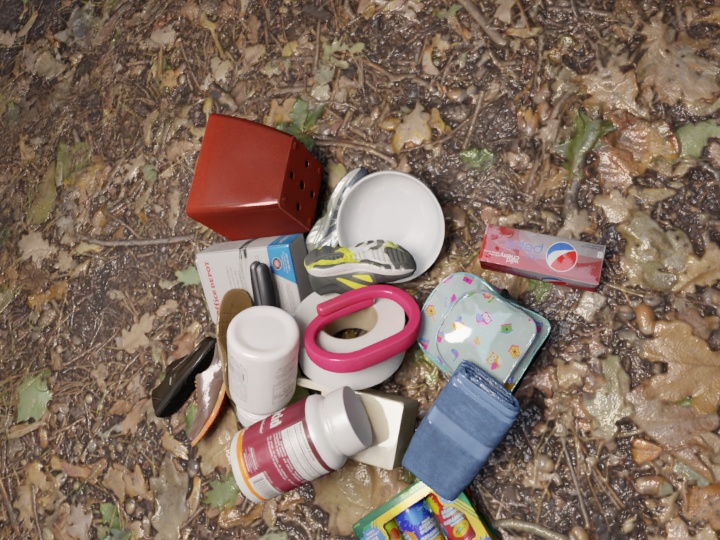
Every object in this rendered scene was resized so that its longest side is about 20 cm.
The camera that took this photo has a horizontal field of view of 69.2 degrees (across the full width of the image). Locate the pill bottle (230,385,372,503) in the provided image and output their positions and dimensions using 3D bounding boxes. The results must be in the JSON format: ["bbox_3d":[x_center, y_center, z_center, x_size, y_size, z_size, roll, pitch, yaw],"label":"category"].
[{"bbox_3d":[-0.089,0.262,0.798,0.197,0.114,0.116,-27,71,11],"label":"pill bottle"}]

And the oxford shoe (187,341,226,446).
[{"bbox_3d":[-0.296,0.239,1.020,0.072,0.071,0.203,25,79,-5],"label":"oxford shoe"}]

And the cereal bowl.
[{"bbox_3d":[0.056,-0.084,0.960,0.195,0.083,0.205,1,106,5],"label":"cereal bowl"}]

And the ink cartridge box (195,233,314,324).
[{"bbox_3d":[-0.199,0.017,1.008,0.195,0.084,0.149,-4,109,17],"label":"ink cartridge box"}]

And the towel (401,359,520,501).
[{"bbox_3d":[0.149,0.244,0.787,0.111,0.048,0.203,36,114,19],"label":"towel"}]

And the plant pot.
[{"bbox_3d":[-0.183,-0.163,0.997,0.172,0.199,0.205,5,77,24],"label":"plant pot"}]

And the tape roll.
[{"bbox_3d":[-0.018,0.108,0.907,0.197,0.072,0.204,-4,36,3],"label":"tape roll"}]

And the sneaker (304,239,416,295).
[{"bbox_3d":[0.000,0.000,0.920,0.195,0.086,0.076,0,45,-3],"label":"sneaker"}]

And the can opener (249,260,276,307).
[{"bbox_3d":[-0.167,0.081,0.952,0.063,0.078,0.205,-2,108,47],"label":"can opener"}]

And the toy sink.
[{"bbox_3d":[-0.013,0.261,0.902,0.195,0.130,0.115,9,82,18],"label":"toy sink"}]

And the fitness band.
[{"bbox_3d":[0.003,0.092,0.841,0.196,0.038,0.144,-21,42,-19],"label":"fitness band"}]

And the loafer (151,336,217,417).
[{"bbox_3d":[-0.361,0.204,1.057,0.071,0.073,0.201,42,92,22],"label":"loafer"}]

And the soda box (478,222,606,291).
[{"bbox_3d":[0.307,-0.022,0.893,0.196,0.063,0.072,13,82,21],"label":"soda box"}]

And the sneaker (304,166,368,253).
[{"bbox_3d":[-0.027,-0.104,1.024,0.085,0.078,0.203,30,96,9],"label":"sneaker"}]

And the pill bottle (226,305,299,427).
[{"bbox_3d":[-0.160,0.168,0.859,0.111,0.203,0.116,6,39,-5],"label":"pill bottle"}]

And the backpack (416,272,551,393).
[{"bbox_3d":[0.190,0.104,0.861,0.198,0.153,0.178,34,95,25],"label":"backpack"}]

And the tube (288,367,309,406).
[{"bbox_3d":[-0.145,0.200,1.004,0.058,0.051,0.204,-36,70,45],"label":"tube"}]

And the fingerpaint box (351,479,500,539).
[{"bbox_3d":[0.110,0.440,0.853,0.198,0.073,0.169,-35,70,8],"label":"fingerpaint box"}]

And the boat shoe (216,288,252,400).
[{"bbox_3d":[-0.235,0.136,0.968,0.070,0.064,0.205,1,87,-23],"label":"boat shoe"}]
